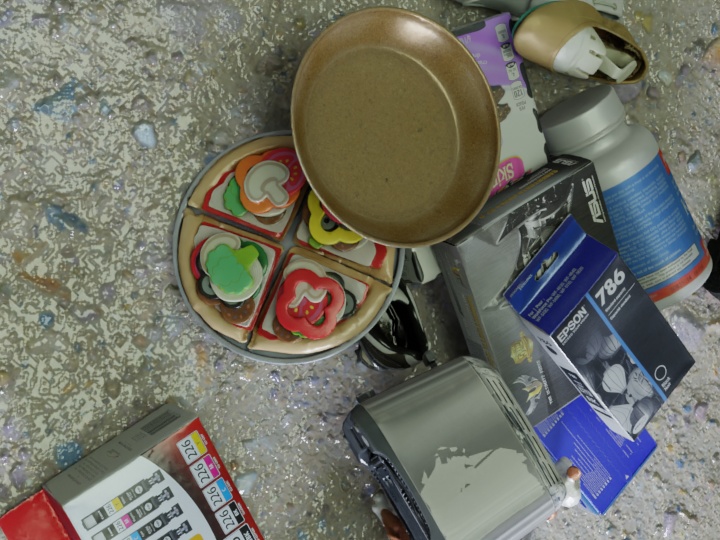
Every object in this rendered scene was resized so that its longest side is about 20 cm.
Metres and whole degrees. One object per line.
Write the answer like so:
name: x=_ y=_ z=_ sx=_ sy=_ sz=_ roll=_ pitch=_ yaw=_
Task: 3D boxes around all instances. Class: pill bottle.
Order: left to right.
pill bottle: x=0.244 y=-0.067 z=1.297 sx=0.112 sy=0.112 sz=0.202 roll=-35 pitch=107 yaw=-20

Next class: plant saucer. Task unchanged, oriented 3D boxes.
plant saucer: x=0.025 y=-0.117 z=1.143 sx=0.198 sy=0.035 sz=0.203 roll=4 pitch=81 yaw=-26

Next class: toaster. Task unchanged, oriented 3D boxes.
toaster: x=0.083 y=0.169 z=1.148 sx=0.128 sy=0.114 sz=0.201 roll=-30 pitch=81 yaw=-12

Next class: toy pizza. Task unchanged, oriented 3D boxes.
toy pizza: x=-0.061 y=-0.023 z=1.150 sx=0.197 sy=0.032 sz=0.203 roll=0 pitch=78 yaw=1

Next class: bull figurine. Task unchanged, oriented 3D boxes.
bull figurine: x=0.107 y=0.207 z=1.240 sx=0.199 sy=0.121 sz=0.066 roll=-35 pitch=150 yaw=-25

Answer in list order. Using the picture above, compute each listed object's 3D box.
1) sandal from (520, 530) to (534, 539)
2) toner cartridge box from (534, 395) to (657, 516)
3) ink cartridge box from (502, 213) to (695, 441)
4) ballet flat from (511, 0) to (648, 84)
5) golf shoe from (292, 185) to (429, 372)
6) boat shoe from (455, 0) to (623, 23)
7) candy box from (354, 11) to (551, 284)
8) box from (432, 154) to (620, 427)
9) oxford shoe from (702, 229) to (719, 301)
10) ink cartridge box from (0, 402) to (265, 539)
sandal: x=0.108 y=0.282 z=1.281 sx=0.079 sy=0.059 sz=0.208 roll=42 pitch=54 yaw=-15
toner cartridge box: x=0.194 y=0.131 z=1.319 sx=0.095 sy=0.043 sz=0.201 roll=-45 pitch=109 yaw=-16
ink cartridge box: x=0.215 y=0.053 z=1.217 sx=0.100 sy=0.039 sz=0.200 roll=-49 pitch=121 yaw=-10
ballet flat: x=0.210 y=-0.204 z=1.256 sx=0.199 sy=0.063 sz=0.069 roll=-6 pitch=139 yaw=-54
golf shoe: x=0.000 y=0.000 z=1.196 sx=0.078 sy=0.094 sz=0.201 roll=-41 pitch=106 yaw=-17
boat shoe: x=0.171 y=-0.254 z=1.275 sx=0.198 sy=0.073 sz=0.068 roll=-11 pitch=94 yaw=-25
candy box: x=0.080 y=-0.110 z=1.239 sx=0.166 sy=0.071 sz=0.203 roll=-22 pitch=101 yaw=-24
box: x=0.162 y=0.021 z=1.229 sx=0.157 sy=0.048 sz=0.202 roll=-30 pitch=115 yaw=-21
oxford shoe: x=0.416 y=-0.048 z=1.411 sx=0.084 sy=0.072 sz=0.202 roll=37 pitch=78 yaw=-39
ink cartridge box: x=-0.171 y=0.244 z=1.129 sx=0.175 sy=0.084 sz=0.202 roll=-33 pitch=106 yaw=-20
